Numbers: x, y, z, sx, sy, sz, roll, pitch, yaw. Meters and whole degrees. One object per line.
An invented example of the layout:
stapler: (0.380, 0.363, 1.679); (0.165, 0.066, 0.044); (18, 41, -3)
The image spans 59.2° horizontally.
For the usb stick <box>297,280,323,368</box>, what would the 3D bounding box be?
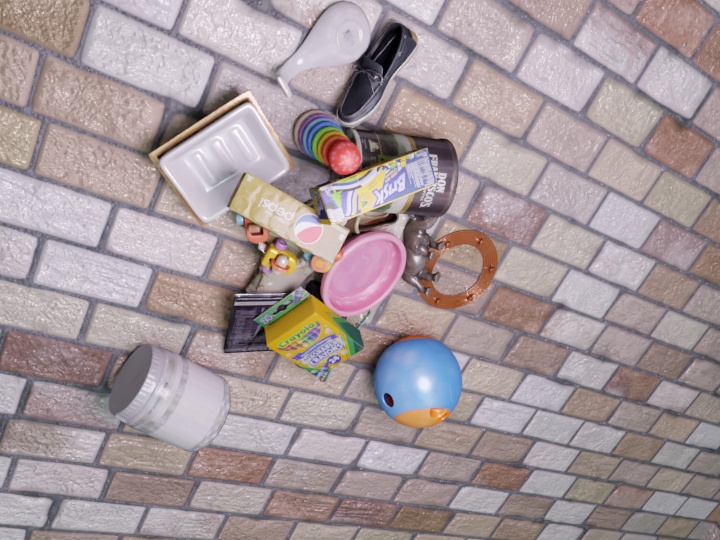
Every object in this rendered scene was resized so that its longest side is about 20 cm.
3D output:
usb stick: (-0.108, 0.118, 1.338); (0.032, 0.055, 0.203); (-17, 130, -48)

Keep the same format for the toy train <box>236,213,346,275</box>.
toy train: (-0.122, -0.052, 1.130); (0.196, 0.056, 0.152); (1, 123, -6)

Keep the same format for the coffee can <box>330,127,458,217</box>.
coffee can: (0.060, -0.178, 1.167); (0.197, 0.147, 0.148); (2, 119, -21)

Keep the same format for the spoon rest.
spoon rest: (-0.065, -0.371, 1.069); (0.199, 0.060, 0.100); (-40, 127, -11)

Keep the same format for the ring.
ring: (0.219, 0.004, 1.413); (0.197, 0.019, 0.203); (-9, 121, -16)

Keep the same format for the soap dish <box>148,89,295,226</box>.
soap dish: (-0.235, -0.194, 1.086); (0.198, 0.081, 0.158); (-32, 125, 0)

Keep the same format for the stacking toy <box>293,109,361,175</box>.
stacking toy: (-0.048, -0.212, 1.069); (0.084, 0.200, 0.087); (-9, 116, -19)

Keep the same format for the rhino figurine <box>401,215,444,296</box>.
rhino figurine: (0.124, -0.052, 1.307); (0.059, 0.087, 0.203); (-28, 132, -44)

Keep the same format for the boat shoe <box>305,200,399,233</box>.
boat shoe: (-0.020, -0.106, 1.222); (0.199, 0.075, 0.076); (-11, 123, -14)

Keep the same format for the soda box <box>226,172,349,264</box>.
soda box: (-0.123, -0.088, 1.068); (0.198, 0.064, 0.068); (28, 89, -17)

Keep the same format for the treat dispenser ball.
treat dispenser ball: (0.128, 0.247, 1.411); (0.198, 0.201, 0.204); (-9, 122, -15)

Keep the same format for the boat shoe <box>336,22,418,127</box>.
boat shoe: (0.022, -0.340, 1.094); (0.201, 0.075, 0.062); (-51, 152, 6)

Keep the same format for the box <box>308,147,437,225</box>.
box: (0.021, -0.138, 1.040); (0.198, 0.070, 0.065); (-22, 103, -16)

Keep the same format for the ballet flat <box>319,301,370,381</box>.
ballet flat: (-0.056, 0.143, 1.373); (0.075, 0.068, 0.201); (31, 100, -10)

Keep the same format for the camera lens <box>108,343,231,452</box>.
camera lens: (-0.369, 0.254, 1.254); (0.160, 0.160, 0.199); (-46, 124, 10)

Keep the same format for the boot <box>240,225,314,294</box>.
boot: (-0.181, -0.018, 1.220); (0.199, 0.072, 0.155); (30, 108, -32)

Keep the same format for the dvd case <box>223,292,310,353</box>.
dvd case: (-0.192, 0.107, 1.275); (0.146, 0.016, 0.201); (-1, 144, -20)

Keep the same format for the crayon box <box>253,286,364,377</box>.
crayon box: (-0.100, 0.128, 1.256); (0.125, 0.052, 0.200); (-34, 134, 17)

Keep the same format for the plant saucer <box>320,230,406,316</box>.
plant saucer: (0.000, 0.000, 1.277); (0.198, 0.051, 0.202); (-24, 137, -23)
